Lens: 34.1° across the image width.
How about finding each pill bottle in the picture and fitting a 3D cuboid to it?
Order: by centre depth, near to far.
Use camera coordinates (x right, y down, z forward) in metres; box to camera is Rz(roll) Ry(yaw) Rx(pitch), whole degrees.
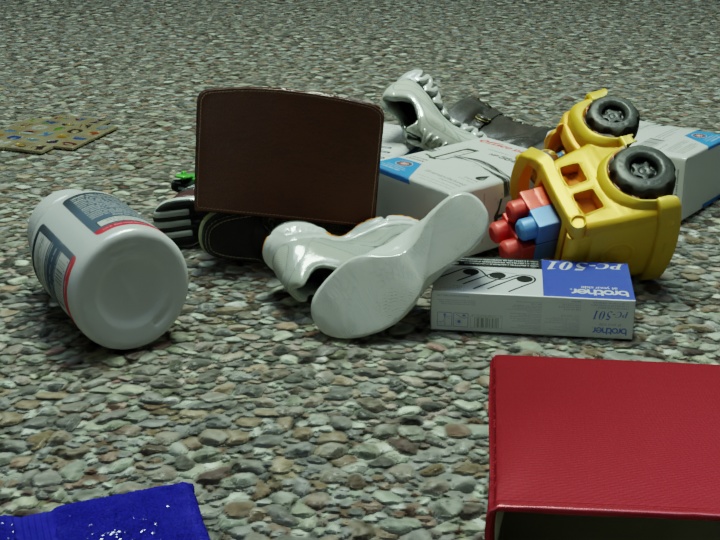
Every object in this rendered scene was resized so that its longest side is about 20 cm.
[{"bbox_3d":[-0.260,-0.012,1.163,0.118,0.122,0.199,-12,25,-28],"label":"pill bottle"}]

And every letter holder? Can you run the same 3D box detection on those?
[{"bbox_3d":[-0.075,-0.140,1.270,0.196,0.145,0.101,5,26,0],"label":"letter holder"}]

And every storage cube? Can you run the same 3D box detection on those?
[{"bbox_3d":[0.155,0.164,0.652,0.196,0.174,0.180,1,20,5],"label":"storage cube"}]

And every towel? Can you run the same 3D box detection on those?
[{"bbox_3d":[-0.190,0.190,0.751,0.196,0.050,0.148,-7,24,-18],"label":"towel"}]

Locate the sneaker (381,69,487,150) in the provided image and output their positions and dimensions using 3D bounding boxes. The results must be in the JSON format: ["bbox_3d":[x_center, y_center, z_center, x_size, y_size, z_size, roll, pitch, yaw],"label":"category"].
[{"bbox_3d":[0.104,-0.173,1.545,0.200,0.075,0.081,46,38,9],"label":"sneaker"}]

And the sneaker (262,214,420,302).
[{"bbox_3d":[0.000,0.000,1.226,0.197,0.077,0.093,-6,43,-22],"label":"sneaker"}]

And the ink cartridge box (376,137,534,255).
[{"bbox_3d":[0.126,-0.089,1.384,0.198,0.086,0.145,-18,28,-37],"label":"ink cartridge box"}]

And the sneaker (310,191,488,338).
[{"bbox_3d":[0.039,0.000,1.159,0.198,0.076,0.088,-34,1,-3],"label":"sneaker"}]

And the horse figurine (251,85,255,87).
[{"bbox_3d":[-0.114,-0.152,1.519,0.049,0.135,0.199,9,17,-42],"label":"horse figurine"}]

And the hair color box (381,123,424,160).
[{"bbox_3d":[0.023,-0.142,1.570,0.098,0.062,0.200,10,23,21],"label":"hair color box"}]

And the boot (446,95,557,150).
[{"bbox_3d":[0.215,-0.202,1.648,0.173,0.070,0.199,35,39,27],"label":"boot"}]

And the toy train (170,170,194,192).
[{"bbox_3d":[-0.154,-0.094,1.483,0.197,0.043,0.056,13,14,29],"label":"toy train"}]

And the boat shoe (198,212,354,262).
[{"bbox_3d":[-0.080,-0.043,1.305,0.196,0.075,0.065,-6,17,-15],"label":"boat shoe"}]

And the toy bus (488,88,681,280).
[{"bbox_3d":[0.224,-0.080,1.267,0.189,0.137,0.202,-13,51,-9],"label":"toy bus"}]

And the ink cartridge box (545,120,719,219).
[{"bbox_3d":[0.358,-0.139,1.530,0.198,0.086,0.145,15,26,36],"label":"ink cartridge box"}]

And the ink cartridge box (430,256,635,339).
[{"bbox_3d":[0.170,0.025,1.172,0.196,0.045,0.094,3,23,7],"label":"ink cartridge box"}]

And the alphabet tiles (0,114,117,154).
[{"bbox_3d":[-0.483,-0.214,1.830,0.163,0.006,0.200,8,23,18],"label":"alphabet tiles"}]

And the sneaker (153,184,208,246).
[{"bbox_3d":[-0.147,-0.082,1.406,0.196,0.077,0.116,-2,18,-4],"label":"sneaker"}]
